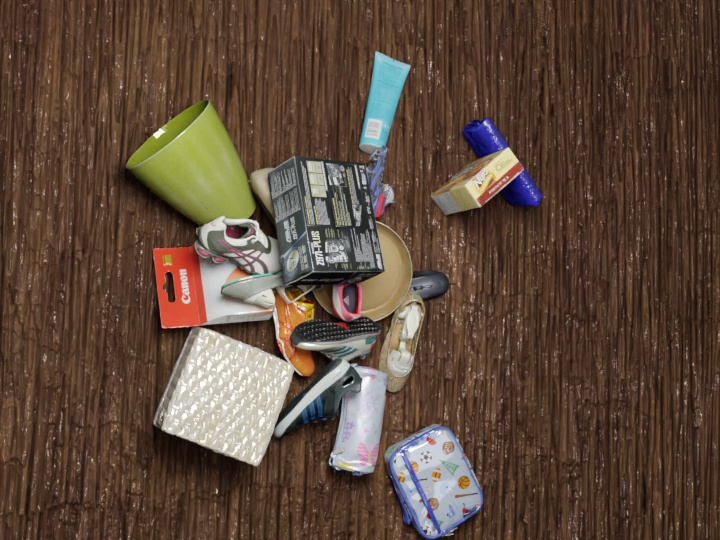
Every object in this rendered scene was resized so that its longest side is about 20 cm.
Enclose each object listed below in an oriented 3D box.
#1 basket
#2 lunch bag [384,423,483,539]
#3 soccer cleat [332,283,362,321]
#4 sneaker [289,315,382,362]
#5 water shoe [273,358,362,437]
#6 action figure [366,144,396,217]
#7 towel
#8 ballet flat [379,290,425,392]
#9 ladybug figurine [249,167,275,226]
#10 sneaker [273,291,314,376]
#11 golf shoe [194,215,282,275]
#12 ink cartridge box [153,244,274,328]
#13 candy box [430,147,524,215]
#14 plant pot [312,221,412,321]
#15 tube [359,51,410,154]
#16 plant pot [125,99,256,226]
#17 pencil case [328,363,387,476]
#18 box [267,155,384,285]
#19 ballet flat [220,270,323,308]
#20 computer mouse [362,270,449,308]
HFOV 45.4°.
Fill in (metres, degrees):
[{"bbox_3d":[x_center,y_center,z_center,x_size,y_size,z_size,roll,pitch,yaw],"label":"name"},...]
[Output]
[{"bbox_3d":[-0.237,0.218,1.519,0.196,0.161,0.202,24,78,-13],"label":"basket"},{"bbox_3d":[0.139,0.412,1.667,0.159,0.075,0.202,-26,93,-15],"label":"lunch bag"},{"bbox_3d":[-0.027,-0.008,1.575,0.066,0.076,0.203,-6,93,-23],"label":"soccer cleat"},{"bbox_3d":[-0.050,0.143,1.591,0.198,0.070,0.094,-5,124,-42],"label":"sneaker"},{"bbox_3d":[-0.078,0.252,1.577,0.079,0.072,0.200,42,106,-8],"label":"water shoe"},{"bbox_3d":[-0.018,-0.168,1.640,0.191,0.105,0.202,10,120,-23],"label":"action figure"},{"bbox_3d":[0.279,-0.212,1.722,0.049,0.148,0.201,-37,98,2],"label":"towel"},{"bbox_3d":[0.081,0.139,1.658,0.070,0.065,0.203,8,92,-13],"label":"ballet flat"},{"bbox_3d":[-0.128,-0.107,1.568,0.072,0.136,0.201,-35,124,-7],"label":"ladybug figurine"},{"bbox_3d":[-0.118,0.099,1.599,0.076,0.073,0.203,-14,93,21],"label":"sneaker"},{"bbox_3d":[-0.192,-0.043,1.515,0.198,0.088,0.078,11,57,-38],"label":"golf shoe"},{"bbox_3d":[-0.265,0.014,1.555,0.197,0.050,0.164,-3,65,-21],"label":"ink cartridge box"},{"bbox_3d":[0.222,-0.169,1.664,0.115,0.200,0.056,-40,97,-11],"label":"candy box"},{"bbox_3d":[0.000,0.000,1.644,0.197,0.028,0.203,0,101,0],"label":"plant pot"},{"bbox_3d":[0.043,-0.332,1.708,0.077,0.050,0.203,19,76,-19],"label":"tube"},{"bbox_3d":[-0.282,-0.165,1.537,0.187,0.187,0.201,-44,115,-15],"label":"plant pot"},{"bbox_3d":[-0.004,0.281,1.626,0.090,0.083,0.203,11,82,-12],"label":"pencil case"},{"bbox_3d":[-0.059,-0.082,1.480,0.162,0.086,0.203,-1,76,-42],"label":"box"},{"bbox_3d":[-0.149,0.032,1.520,0.198,0.067,0.064,-15,80,-33],"label":"ballet flat"},{"bbox_3d":[0.086,0.040,1.698,0.198,0.034,0.059,-13,91,-17],"label":"computer mouse"}]
